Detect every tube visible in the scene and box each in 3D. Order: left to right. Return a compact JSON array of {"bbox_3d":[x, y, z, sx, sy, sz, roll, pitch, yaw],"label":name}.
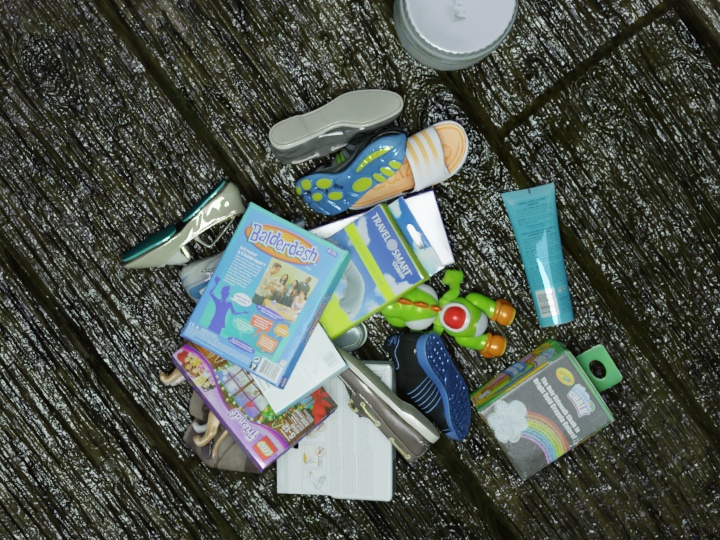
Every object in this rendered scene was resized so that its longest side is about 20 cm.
[{"bbox_3d":[0.263,-0.021,1.631,0.077,0.050,0.202,-12,91,-3],"label":"tube"}]

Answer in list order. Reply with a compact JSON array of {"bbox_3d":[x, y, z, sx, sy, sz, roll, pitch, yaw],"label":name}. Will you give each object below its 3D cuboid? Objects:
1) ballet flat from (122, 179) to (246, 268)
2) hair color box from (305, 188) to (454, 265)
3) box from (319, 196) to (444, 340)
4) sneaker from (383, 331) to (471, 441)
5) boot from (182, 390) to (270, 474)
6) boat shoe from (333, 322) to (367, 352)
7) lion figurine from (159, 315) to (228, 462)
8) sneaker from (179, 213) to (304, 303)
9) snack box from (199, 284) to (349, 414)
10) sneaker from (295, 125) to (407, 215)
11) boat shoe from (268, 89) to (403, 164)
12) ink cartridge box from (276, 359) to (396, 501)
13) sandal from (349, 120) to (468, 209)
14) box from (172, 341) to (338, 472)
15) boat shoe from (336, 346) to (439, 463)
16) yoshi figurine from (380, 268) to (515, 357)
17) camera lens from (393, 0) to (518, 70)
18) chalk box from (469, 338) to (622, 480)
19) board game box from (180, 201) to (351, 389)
[{"bbox_3d":[-0.247,-0.048,1.616,0.199,0.069,0.070,-36,95,3],"label":"ballet flat"},{"bbox_3d":[0.024,-0.035,1.617,0.198,0.065,0.110,-18,96,0],"label":"hair color box"},{"bbox_3d":[0.000,0.000,1.547,0.199,0.048,0.123,-33,83,15],"label":"box"},{"bbox_3d":[0.098,0.164,1.625,0.077,0.070,0.201,1,129,34],"label":"sneaker"},{"bbox_3d":[-0.172,0.194,1.629,0.145,0.070,0.201,22,86,21],"label":"boot"},{"bbox_3d":[-0.089,0.096,1.630,0.198,0.062,0.074,2,96,-1],"label":"boat shoe"},{"bbox_3d":[-0.207,0.157,1.598,0.122,0.073,0.201,-33,73,0],"label":"lion figurine"},{"bbox_3d":[-0.162,-0.017,1.616,0.199,0.072,0.073,-30,102,5],"label":"sneaker"},{"bbox_3d":[-0.117,0.079,1.525,0.116,0.037,0.201,-34,79,0],"label":"snack box"},{"bbox_3d":[-0.008,-0.141,1.580,0.199,0.083,0.071,-27,111,35],"label":"sneaker"},{"bbox_3d":[-0.034,-0.204,1.610,0.198,0.057,0.067,-18,60,-2],"label":"boat shoe"},{"bbox_3d":[-0.035,0.232,1.655,0.172,0.044,0.202,1,96,13],"label":"ink cartridge box"},{"bbox_3d":[0.063,-0.142,1.608,0.205,0.059,0.080,-27,96,2],"label":"sandal"},{"bbox_3d":[-0.145,0.155,1.551,0.137,0.039,0.200,-38,81,-20],"label":"box"},{"bbox_3d":[0.020,0.186,1.584,0.200,0.072,0.060,41,99,-1],"label":"boat shoe"},{"bbox_3d":[0.113,0.060,1.627,0.198,0.113,0.112,16,137,-16],"label":"yoshi figurine"},{"bbox_3d":[0.126,-0.355,1.515,0.158,0.200,0.162,0,96,-1],"label":"camera lens"},{"bbox_3d":[0.274,0.182,1.613,0.199,0.124,0.125,-34,94,2],"label":"chalk box"},{"bbox_3d":[-0.123,0.033,1.490,0.151,0.045,0.201,27,85,11],"label":"board game box"}]
